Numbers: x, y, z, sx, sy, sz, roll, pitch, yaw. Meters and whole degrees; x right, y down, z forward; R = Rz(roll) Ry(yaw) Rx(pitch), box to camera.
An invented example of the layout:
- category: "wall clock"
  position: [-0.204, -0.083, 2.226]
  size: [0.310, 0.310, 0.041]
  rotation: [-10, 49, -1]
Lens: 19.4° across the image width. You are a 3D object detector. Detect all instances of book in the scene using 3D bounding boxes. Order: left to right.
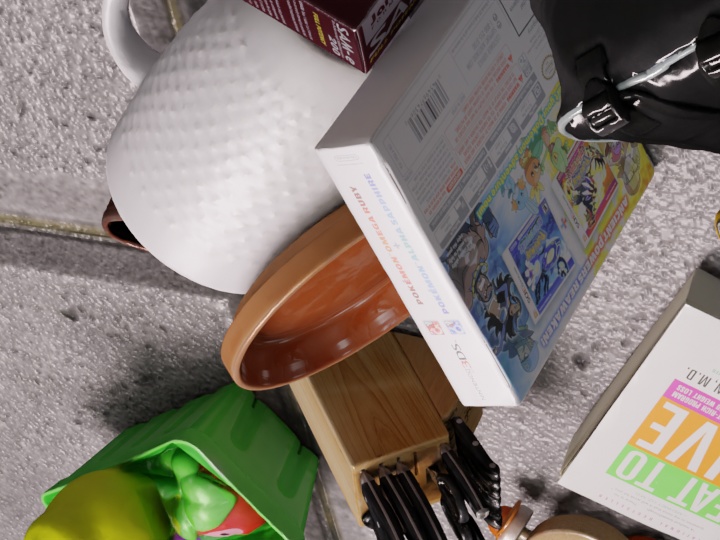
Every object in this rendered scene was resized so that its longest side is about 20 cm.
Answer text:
- category: "book"
  position: [0.225, 0.095, 1.332]
  size: [0.133, 0.048, 0.200]
  rotation: [27, 138, 0]

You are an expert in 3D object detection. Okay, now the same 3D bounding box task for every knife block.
- category: "knife block"
  position: [0.006, 0.122, 1.390]
  size: [0.199, 0.176, 0.064]
  rotation: [15, 137, 20]

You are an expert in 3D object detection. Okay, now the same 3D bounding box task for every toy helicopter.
- category: "toy helicopter"
  position: [0.120, 0.217, 1.495]
  size: [0.132, 0.079, 0.200]
  rotation: [45, 142, -14]

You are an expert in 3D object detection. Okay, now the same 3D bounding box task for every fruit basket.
- category: "fruit basket"
  position: [-0.154, 0.190, 1.544]
  size: [0.156, 0.216, 0.215]
  rotation: [47, 138, -17]

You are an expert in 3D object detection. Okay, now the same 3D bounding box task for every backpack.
- category: "backpack"
  position: [0.198, -0.131, 1.007]
  size: [0.199, 0.151, 0.177]
  rotation: [10, 154, -37]

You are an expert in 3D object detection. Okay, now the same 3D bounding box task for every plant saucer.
- category: "plant saucer"
  position: [0.000, 0.000, 1.269]
  size: [0.032, 0.200, 0.200]
  rotation: [54, 143, 16]

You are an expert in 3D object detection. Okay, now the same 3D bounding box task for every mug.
- category: "mug"
  position: [-0.067, -0.113, 1.229]
  size: [0.200, 0.148, 0.175]
  rotation: [42, 133, 2]

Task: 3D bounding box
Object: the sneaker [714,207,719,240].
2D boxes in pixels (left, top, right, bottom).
- category: "sneaker"
  position: [0.207, -0.021, 0.978]
  size: [0.082, 0.078, 0.200]
  rotation: [-13, 162, 9]

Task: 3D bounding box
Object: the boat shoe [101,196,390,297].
- category: "boat shoe"
  position: [-0.073, -0.015, 1.386]
  size: [0.199, 0.070, 0.071]
  rotation: [18, 137, 14]

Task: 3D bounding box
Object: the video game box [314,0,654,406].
- category: "video game box"
  position: [0.075, -0.060, 1.145]
  size: [0.047, 0.200, 0.183]
  rotation: [-6, 127, 41]

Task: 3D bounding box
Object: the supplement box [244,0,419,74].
- category: "supplement box"
  position: [-0.050, -0.204, 1.115]
  size: [0.200, 0.109, 0.061]
  rotation: [33, 168, 15]
